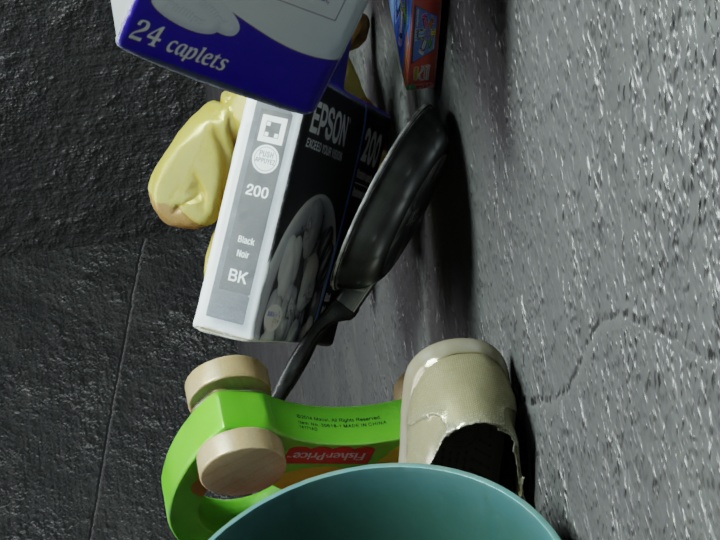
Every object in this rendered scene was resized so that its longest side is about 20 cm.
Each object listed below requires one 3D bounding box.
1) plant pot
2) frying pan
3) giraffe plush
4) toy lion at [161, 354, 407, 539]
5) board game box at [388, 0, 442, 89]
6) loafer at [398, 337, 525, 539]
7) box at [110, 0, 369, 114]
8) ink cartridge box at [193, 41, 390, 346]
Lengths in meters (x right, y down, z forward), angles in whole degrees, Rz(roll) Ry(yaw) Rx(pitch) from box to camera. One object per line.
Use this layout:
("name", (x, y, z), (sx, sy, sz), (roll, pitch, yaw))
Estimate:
("plant pot", (0.017, 0.218, 0.995), (0.201, 0.199, 0.162), (-105, 0, -50))
("frying pan", (0.000, -0.005, 1.156), (0.191, 0.031, 0.115), (-62, -8, -8))
("giraffe plush", (-0.043, -0.091, 1.400), (0.162, 0.171, 0.201), (-48, -57, -70))
("toy lion", (-0.021, 0.132, 1.215), (0.192, 0.199, 0.069), (117, 148, -45))
("board game box", (0.029, -0.197, 1.125), (0.200, 0.019, 0.104), (93, 171, -58))
("loafer", (0.049, 0.136, 1.085), (0.068, 0.075, 0.201), (-98, 3, -67))
("box", (-0.038, -0.209, 0.985), (0.201, 0.104, 0.184), (-62, 23, 24))
("ink cartridge box", (-0.030, -0.058, 1.198), (0.198, 0.043, 0.202), (11, -88, -78))
